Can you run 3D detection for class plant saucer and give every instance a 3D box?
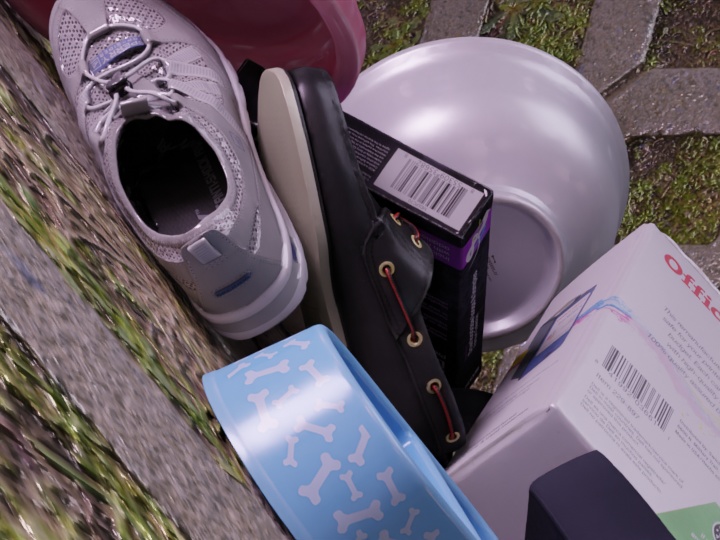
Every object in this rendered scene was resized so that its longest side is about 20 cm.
[{"bbox_3d":[-0.087,-0.146,0.896,0.199,0.051,0.201,18,-23,8],"label":"plant saucer"}]

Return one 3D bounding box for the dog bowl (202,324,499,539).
[{"bbox_3d":[0.016,0.100,0.708,0.200,0.049,0.112,53,2,-33],"label":"dog bowl"}]

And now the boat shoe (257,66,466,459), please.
[{"bbox_3d":[-0.001,-0.001,0.852,0.074,0.063,0.203,-148,-139,-70],"label":"boat shoe"}]

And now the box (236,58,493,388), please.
[{"bbox_3d":[-0.001,-0.012,0.958,0.142,0.036,0.200,29,-22,16],"label":"box"}]

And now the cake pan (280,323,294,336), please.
[{"bbox_3d":[-0.055,-0.012,1.179,0.201,0.037,0.200,53,2,-3],"label":"cake pan"}]

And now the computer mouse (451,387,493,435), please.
[{"bbox_3d":[0.099,0.150,0.968,0.139,0.052,0.201,59,10,-79],"label":"computer mouse"}]

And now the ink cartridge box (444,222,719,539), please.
[{"bbox_3d":[0.143,0.088,0.924,0.145,0.087,0.200,46,36,-5],"label":"ink cartridge box"}]

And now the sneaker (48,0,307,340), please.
[{"bbox_3d":[-0.086,-0.067,0.813,0.200,0.075,0.082,55,1,31],"label":"sneaker"}]

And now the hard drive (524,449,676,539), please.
[{"bbox_3d":[0.106,0.172,0.743,0.200,0.042,0.136,-120,-149,-64],"label":"hard drive"}]

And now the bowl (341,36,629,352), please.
[{"bbox_3d":[0.063,-0.024,1.055,0.201,0.200,0.091,52,15,-29],"label":"bowl"}]

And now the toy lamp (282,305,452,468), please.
[{"bbox_3d":[-0.015,0.041,0.944,0.200,0.058,0.058,50,3,-36],"label":"toy lamp"}]
